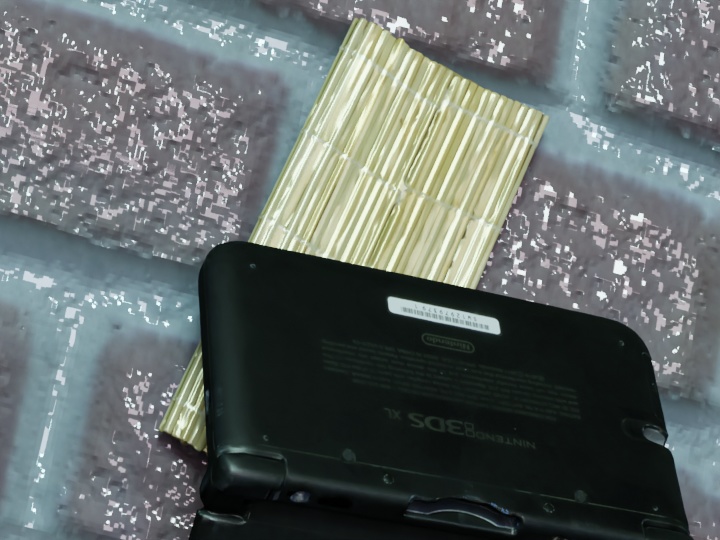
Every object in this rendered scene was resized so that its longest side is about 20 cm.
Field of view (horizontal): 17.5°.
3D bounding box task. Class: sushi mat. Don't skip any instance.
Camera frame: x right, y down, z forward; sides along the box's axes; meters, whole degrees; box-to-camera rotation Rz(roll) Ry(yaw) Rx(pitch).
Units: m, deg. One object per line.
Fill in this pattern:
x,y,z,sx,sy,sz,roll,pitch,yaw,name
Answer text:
0.000,0.000,0.955,0.095,0.012,0.201,28,71,-11,sushi mat

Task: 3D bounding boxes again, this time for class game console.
0.017,0.103,0.923,0.198,0.117,0.177,12,46,-21,game console
